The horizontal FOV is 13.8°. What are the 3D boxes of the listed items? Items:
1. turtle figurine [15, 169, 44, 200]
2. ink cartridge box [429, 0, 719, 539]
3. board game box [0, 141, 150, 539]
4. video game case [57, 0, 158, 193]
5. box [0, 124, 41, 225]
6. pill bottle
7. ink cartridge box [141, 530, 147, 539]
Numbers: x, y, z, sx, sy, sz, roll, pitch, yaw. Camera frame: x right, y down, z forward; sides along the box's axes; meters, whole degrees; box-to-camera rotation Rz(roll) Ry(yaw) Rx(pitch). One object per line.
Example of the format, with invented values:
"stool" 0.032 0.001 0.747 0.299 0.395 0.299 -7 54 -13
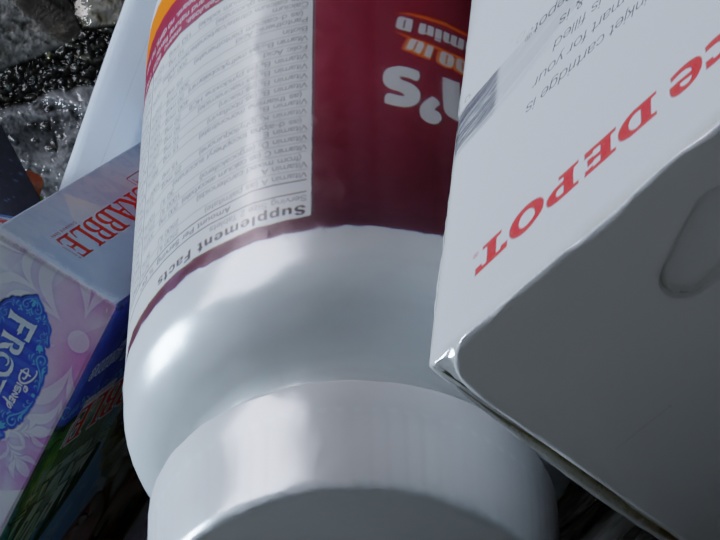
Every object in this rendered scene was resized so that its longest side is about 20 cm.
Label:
"turtle figurine" -0.125 -0.004 1.007 0.064 0.161 0.200 -27 -35 -21
"ink cartridge box" 0.095 -0.056 0.647 0.146 0.083 0.200 -42 23 30
"board game box" -0.088 0.053 0.858 0.200 0.041 0.200 -61 -8 23
"video game case" -0.026 -0.121 0.866 0.183 0.022 0.200 -62 -1 -37
"box" -0.162 -0.008 0.946 0.137 0.038 0.200 -63 37 27
"pill bottle" -0.001 0.006 0.712 0.110 0.109 0.201 -41 32 33
"ink cartridge box" 0.000 0.000 0.983 0.200 0.083 0.147 -41 45 34
